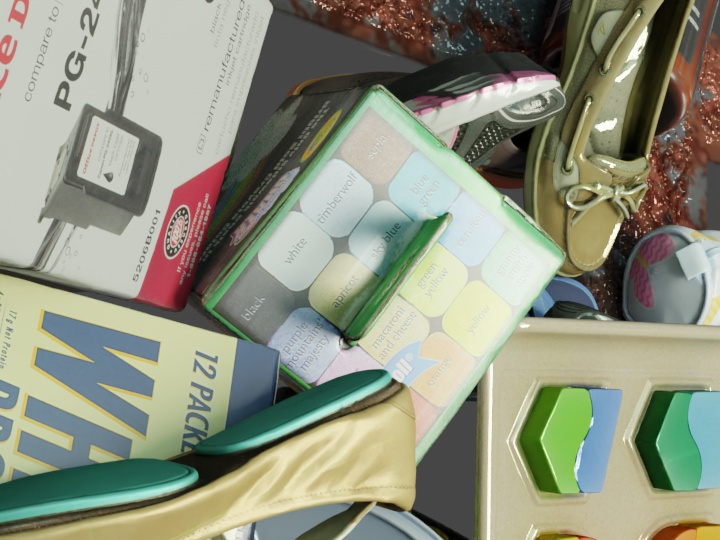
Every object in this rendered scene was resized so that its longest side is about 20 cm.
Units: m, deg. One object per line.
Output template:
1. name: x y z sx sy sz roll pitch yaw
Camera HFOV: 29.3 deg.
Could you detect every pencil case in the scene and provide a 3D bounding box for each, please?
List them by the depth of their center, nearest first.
1. pencil case: 0.274 0.014 0.933 0.199 0.091 0.084 1 74 -29

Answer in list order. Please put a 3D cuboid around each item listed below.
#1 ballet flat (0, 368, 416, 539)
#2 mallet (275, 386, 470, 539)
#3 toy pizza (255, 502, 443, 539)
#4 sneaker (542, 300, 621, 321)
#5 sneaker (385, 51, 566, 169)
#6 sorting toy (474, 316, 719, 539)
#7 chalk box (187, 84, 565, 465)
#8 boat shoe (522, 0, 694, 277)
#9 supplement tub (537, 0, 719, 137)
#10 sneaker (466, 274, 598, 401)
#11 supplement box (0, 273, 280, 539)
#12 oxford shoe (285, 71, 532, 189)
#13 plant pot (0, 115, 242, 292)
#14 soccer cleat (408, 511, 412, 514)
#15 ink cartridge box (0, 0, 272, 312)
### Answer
1. ballet flat: -0.057 0.089 0.488 0.199 0.069 0.063 -15 97 -32
2. mallet: 0.022 0.129 0.781 0.199 0.041 0.066 26 66 -26
3. toy pizza: -0.022 0.198 0.663 0.201 0.199 0.032 67 17 4
4. sneaker: 0.143 0.109 0.804 0.085 0.074 0.201 -41 122 -26
5. sneaker: 0.025 -0.055 0.784 0.080 0.199 0.087 -94 160 -65
6. sorting toy: 0.137 0.127 0.727 0.184 0.036 0.201 4 90 -35
7. chalk box: 0.000 0.000 0.638 0.124 0.200 0.125 40 84 -17
8. boat shoe: 0.152 -0.089 0.825 0.073 0.063 0.202 4 105 -38
9. supplement tub: 0.194 -0.195 0.943 0.107 0.107 0.201 32 61 -18
10. sneaker: 0.077 0.040 0.812 0.199 0.082 0.074 -12 79 -35
11. supplement box: -0.168 0.095 0.577 0.199 0.200 0.135 17 66 -25
12. oxford shoe: 0.050 -0.096 0.845 0.199 0.072 0.072 1 74 -31
13. plant pot: -0.138 -0.102 0.700 0.199 0.134 0.201 10 70 -28
14. soccer cleat: 0.003 0.167 0.717 0.200 0.081 0.068 57 17 -15
15. ink cartridge box: -0.123 -0.073 0.516 0.083 0.200 0.146 15 87 20
